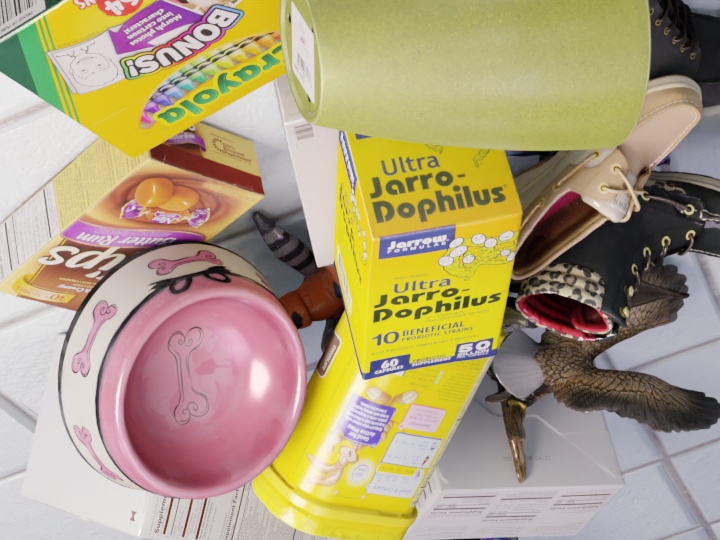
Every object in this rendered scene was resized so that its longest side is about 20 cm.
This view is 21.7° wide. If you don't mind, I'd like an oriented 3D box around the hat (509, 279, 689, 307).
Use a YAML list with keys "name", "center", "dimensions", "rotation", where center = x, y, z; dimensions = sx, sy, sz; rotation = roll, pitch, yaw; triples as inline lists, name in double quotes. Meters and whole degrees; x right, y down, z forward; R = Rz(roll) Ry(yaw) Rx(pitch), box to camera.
- name: "hat"
  center: [0.179, -0.018, 1.581]
  dimensions: [0.198, 0.082, 0.201]
  rotation: [4, 171, 1]

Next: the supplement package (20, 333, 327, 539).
- name: "supplement package"
  center: [-0.148, 0.152, 1.610]
  dimensions: [0.199, 0.149, 0.190]
  rotation: [16, 175, -41]

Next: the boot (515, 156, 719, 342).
- name: "boot"
  center: [0.222, -0.006, 1.458]
  dimensions: [0.201, 0.155, 0.074]
  rotation: [18, 145, 1]

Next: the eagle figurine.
- name: "eagle figurine"
  center: [0.215, 0.083, 1.711]
  dimensions: [0.198, 0.151, 0.153]
  rotation: [-17, 115, 16]

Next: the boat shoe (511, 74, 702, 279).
- name: "boat shoe"
  center: [0.176, -0.062, 1.378]
  dimensions: [0.200, 0.070, 0.073]
  rotation: [-39, 138, 25]

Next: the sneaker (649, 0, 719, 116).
- name: "sneaker"
  center: [0.225, -0.173, 1.364]
  dimensions: [0.198, 0.075, 0.107]
  rotation: [-2, 148, -17]

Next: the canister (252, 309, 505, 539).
- name: "canister"
  center: [0.018, 0.112, 1.518]
  dimensions: [0.148, 0.086, 0.201]
  rotation: [14, 109, -43]

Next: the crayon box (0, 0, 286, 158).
- name: "crayon box"
  center: [-0.127, -0.171, 1.240]
  dimensions: [0.199, 0.059, 0.172]
  rotation: [-26, 147, 21]

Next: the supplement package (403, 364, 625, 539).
- name: "supplement package"
  center: [0.127, 0.166, 1.808]
  dimensions: [0.198, 0.157, 0.111]
  rotation: [2, 146, -24]

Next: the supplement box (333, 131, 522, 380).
- name: "supplement box"
  center: [0.044, -0.022, 1.348]
  dimensions: [0.108, 0.110, 0.201]
  rotation: [-10, 149, -8]

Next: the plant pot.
- name: "plant pot"
  center: [0.055, -0.154, 1.192]
  dimensions: [0.198, 0.189, 0.188]
  rotation: [-11, 151, -16]

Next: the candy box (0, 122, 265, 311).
- name: "candy box"
  center: [-0.182, -0.041, 1.440]
  dimensions: [0.116, 0.057, 0.199]
  rotation: [16, 140, -42]

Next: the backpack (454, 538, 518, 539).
- name: "backpack"
  center: [0.102, 0.335, 2.103]
  dimensions: [0.198, 0.136, 0.183]
  rotation: [5, 145, -28]

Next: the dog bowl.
- name: "dog bowl"
  center: [-0.127, 0.084, 1.429]
  dimensions: [0.198, 0.074, 0.203]
  rotation: [-10, 109, -30]

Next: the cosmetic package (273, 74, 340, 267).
- name: "cosmetic package"
  center: [-0.029, -0.091, 1.392]
  dimensions: [0.050, 0.083, 0.201]
  rotation: [-15, 150, -2]

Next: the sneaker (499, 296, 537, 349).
- name: "sneaker"
  center: [0.091, 0.069, 1.644]
  dimensions: [0.076, 0.090, 0.199]
  rotation: [6, 168, -34]

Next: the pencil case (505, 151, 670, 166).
- name: "pencil case"
  center: [0.146, -0.118, 1.422]
  dimensions: [0.198, 0.079, 0.087]
  rotation: [-2, 163, -20]

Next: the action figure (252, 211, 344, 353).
- name: "action figure"
  center: [0.000, 0.000, 1.566]
  dimensions: [0.200, 0.105, 0.193]
  rotation: [-42, 149, 18]
